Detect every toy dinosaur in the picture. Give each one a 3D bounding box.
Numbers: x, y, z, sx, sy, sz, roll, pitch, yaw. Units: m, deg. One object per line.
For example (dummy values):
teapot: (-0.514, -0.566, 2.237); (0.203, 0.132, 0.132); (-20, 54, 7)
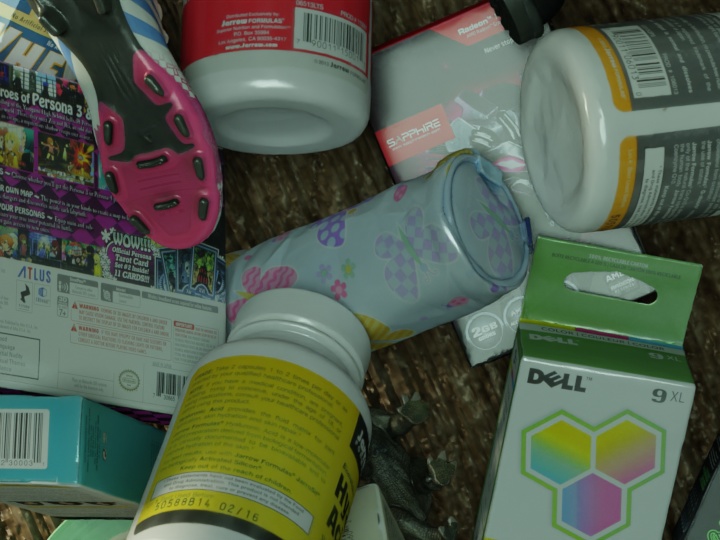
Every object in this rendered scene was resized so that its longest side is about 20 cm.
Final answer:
toy dinosaur: (0.013, 0.127, 1.510); (0.200, 0.102, 0.077); (45, 68, -13)

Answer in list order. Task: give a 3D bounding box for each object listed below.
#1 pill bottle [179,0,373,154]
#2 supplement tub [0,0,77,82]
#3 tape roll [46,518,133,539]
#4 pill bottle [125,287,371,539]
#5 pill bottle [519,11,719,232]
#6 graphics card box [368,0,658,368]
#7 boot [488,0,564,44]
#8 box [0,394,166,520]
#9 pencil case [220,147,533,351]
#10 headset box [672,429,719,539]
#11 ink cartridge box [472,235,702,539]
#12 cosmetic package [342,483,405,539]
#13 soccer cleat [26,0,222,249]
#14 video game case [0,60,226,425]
pill bottle: (-0.047, -0.177, 1.464); (0.111, 0.112, 0.202); (0, 74, 5)
supplement tub: (-0.211, -0.145, 1.482); (0.144, 0.145, 0.201); (25, 95, 4)
tape roll: (-0.111, 0.225, 1.539); (0.199, 0.048, 0.202); (0, 93, 6)
pill bottle: (-0.055, 0.108, 1.378); (0.110, 0.201, 0.112); (9, 138, 9)
pill bottle: (0.200, -0.089, 1.436); (0.198, 0.116, 0.117); (-7, 92, -18)
graphics card box: (0.085, -0.057, 1.506); (0.125, 0.051, 0.201); (-22, 91, 6)
boot: (0.123, -0.244, 1.448); (0.157, 0.079, 0.213); (-19, 65, 7)
box: (-0.162, 0.107, 1.419); (0.082, 0.200, 0.050); (0, 79, 13)
pencil case: (0.000, 0.000, 1.465); (0.199, 0.083, 0.091); (-24, 65, 32)
headset box: (0.293, 0.120, 1.473); (0.173, 0.093, 0.201); (25, 96, 4)
ink cartridge box: (0.134, 0.090, 1.472); (0.103, 0.059, 0.202); (10, 109, -3)
cosmetic package: (0.015, 0.231, 1.451); (0.073, 0.104, 0.201); (-18, 127, 7)
soccer cleat: (-0.123, -0.112, 1.398); (0.069, 0.086, 0.201); (-17, 110, 19)
video game case: (-0.156, -0.013, 1.410); (0.036, 0.199, 0.183); (-12, 73, 42)
